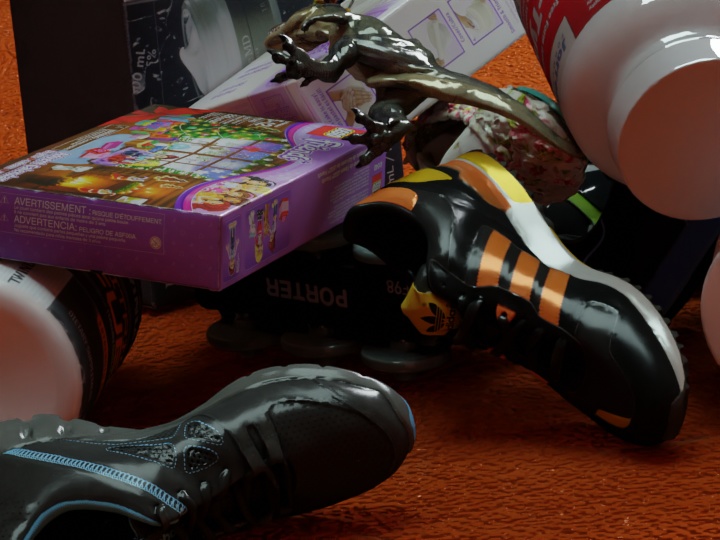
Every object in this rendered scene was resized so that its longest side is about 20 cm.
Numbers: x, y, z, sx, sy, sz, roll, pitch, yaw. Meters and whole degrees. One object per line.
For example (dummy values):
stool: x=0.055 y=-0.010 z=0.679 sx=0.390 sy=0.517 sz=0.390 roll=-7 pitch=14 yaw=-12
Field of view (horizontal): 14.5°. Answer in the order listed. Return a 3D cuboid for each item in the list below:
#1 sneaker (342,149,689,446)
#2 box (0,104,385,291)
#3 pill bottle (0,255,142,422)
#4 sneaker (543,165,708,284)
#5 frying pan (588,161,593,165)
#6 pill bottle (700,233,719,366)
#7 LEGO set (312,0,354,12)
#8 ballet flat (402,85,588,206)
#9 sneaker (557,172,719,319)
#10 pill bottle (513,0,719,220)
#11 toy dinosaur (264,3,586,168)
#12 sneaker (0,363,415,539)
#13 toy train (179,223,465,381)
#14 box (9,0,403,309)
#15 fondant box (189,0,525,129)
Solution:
sneaker: x=0.069 y=0.023 z=1.333 sx=0.090 sy=0.070 sz=0.200 roll=-17 pitch=46 yaw=-29
box: x=-0.087 y=-0.040 z=1.388 sx=0.137 sy=0.039 sz=0.200 roll=8 pitch=17 yaw=21
pill bottle: x=-0.168 y=0.026 z=1.410 sx=0.106 sy=0.106 sz=0.200 roll=-3 pitch=16 yaw=8
sneaker: x=0.163 y=-0.024 z=1.544 sx=0.200 sy=0.072 sz=0.083 roll=-18 pitch=21 yaw=-39
frying pan: x=0.095 y=-0.053 z=1.597 sx=0.115 sy=0.031 sz=0.190 roll=-13 pitch=-15 yaw=-15
pill bottle: x=0.235 y=-0.007 z=1.376 sx=0.113 sy=0.114 sz=0.200 roll=1 pitch=17 yaw=21
LEGO set: x=-0.049 y=-0.210 z=1.575 sx=0.200 sy=0.116 sz=0.154 roll=15 pitch=62 yaw=9
ballet flat: x=0.067 y=-0.059 z=1.491 sx=0.064 sy=0.076 sz=0.200 roll=-37 pitch=10 yaw=-5
sneaker: x=0.175 y=-0.069 z=1.462 sx=0.078 sy=0.200 sz=0.070 roll=34 pitch=7 yaw=12
pill bottle: x=0.144 y=-0.109 z=1.378 sx=0.112 sy=0.112 sz=0.200 roll=-7 pitch=31 yaw=-6
toy dinosaur: x=0.011 y=-0.092 z=1.399 sx=0.200 sy=0.048 sz=0.088 roll=30 pitch=35 yaw=35
sneaker: x=-0.071 y=0.098 z=1.216 sx=0.200 sy=0.073 sz=0.082 roll=-12 pitch=32 yaw=-4
toy train: x=0.000 y=0.000 z=1.484 sx=0.200 sy=0.085 sz=0.114 roll=7 pitch=20 yaw=38
box: x=-0.088 y=-0.102 z=1.670 sx=0.196 sy=0.200 sz=0.124 roll=-17 pitch=19 yaw=-36
fondant box: x=0.012 y=-0.122 z=1.568 sx=0.200 sy=0.058 sz=0.144 roll=-39 pitch=14 yaw=-28
